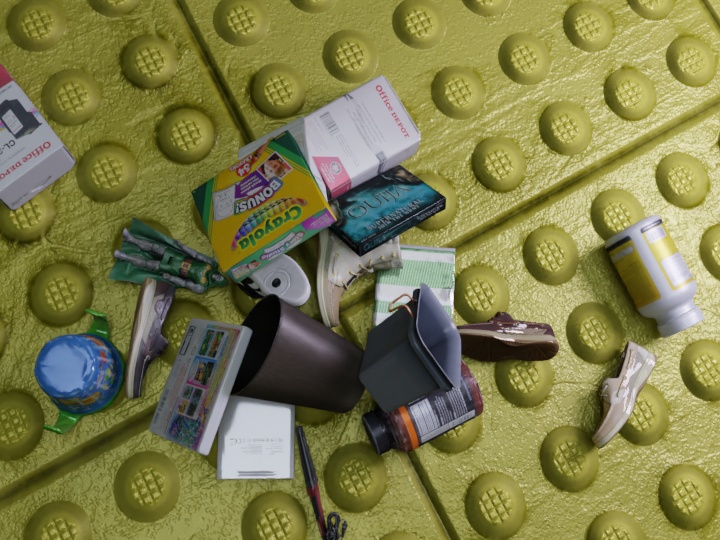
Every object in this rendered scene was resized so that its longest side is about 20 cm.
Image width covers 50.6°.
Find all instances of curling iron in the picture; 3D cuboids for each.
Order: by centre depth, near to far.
[{"bbox_3d":[-0.071,0.360,1.280,0.048,0.026,0.204,-21,81,-3],"label":"curling iron"}]

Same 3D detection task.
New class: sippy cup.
[{"bbox_3d":[-0.461,0.162,1.233,0.136,0.130,0.182,-17,80,-9],"label":"sippy cup"}]

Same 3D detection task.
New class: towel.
[{"bbox_3d":[0.098,0.055,1.370,0.148,0.023,0.206,5,78,-4],"label":"towel"}]

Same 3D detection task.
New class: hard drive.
[{"bbox_3d":[-0.176,0.248,1.295,0.128,0.026,0.206,1,77,-6],"label":"hard drive"}]

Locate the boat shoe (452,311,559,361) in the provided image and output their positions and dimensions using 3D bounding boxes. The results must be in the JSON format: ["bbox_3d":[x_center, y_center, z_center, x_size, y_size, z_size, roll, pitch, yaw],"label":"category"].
[{"bbox_3d":[0.253,0.113,1.356,0.194,0.073,0.073,2,46,-2],"label":"boat shoe"}]

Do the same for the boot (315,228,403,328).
[{"bbox_3d":[0.000,0.000,1.336,0.150,0.072,0.206,-1,72,5],"label":"boot"}]

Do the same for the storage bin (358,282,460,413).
[{"bbox_3d":[0.072,0.126,1.237,0.133,0.201,0.147,-32,106,18],"label":"storage bin"}]

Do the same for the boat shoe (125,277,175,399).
[{"bbox_3d":[-0.354,0.117,1.284,0.063,0.072,0.206,11,82,-19],"label":"boat shoe"}]

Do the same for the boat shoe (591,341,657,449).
[{"bbox_3d":[0.452,0.219,1.346,0.064,0.072,0.202,32,73,11],"label":"boat shoe"}]

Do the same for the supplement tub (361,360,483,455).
[{"bbox_3d":[0.102,0.235,1.286,0.196,0.107,0.109,-24,80,-10],"label":"supplement tub"}]

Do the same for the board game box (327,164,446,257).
[{"bbox_3d":[0.036,-0.110,1.341,0.197,0.029,0.135,-29,49,-26],"label":"board game box"}]

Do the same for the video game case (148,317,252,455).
[{"bbox_3d":[-0.262,0.181,1.237,0.023,0.180,0.205,30,73,-37],"label":"video game case"}]

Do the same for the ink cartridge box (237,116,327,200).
[{"bbox_3d":[-0.139,-0.148,1.346,0.157,0.047,0.205,-21,65,26],"label":"ink cartridge box"}]

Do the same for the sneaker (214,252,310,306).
[{"bbox_3d":[-0.151,0.018,1.298,0.197,0.112,0.074,28,72,27],"label":"sneaker"}]

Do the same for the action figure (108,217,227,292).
[{"bbox_3d":[-0.326,-0.012,1.329,0.195,0.055,0.121,18,73,-6],"label":"action figure"}]

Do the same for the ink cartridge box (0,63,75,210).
[{"bbox_3d":[-0.621,-0.234,1.332,0.145,0.083,0.201,-39,83,-13],"label":"ink cartridge box"}]

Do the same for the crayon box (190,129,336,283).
[{"bbox_3d":[-0.162,-0.106,1.257,0.197,0.058,0.175,-31,60,4],"label":"crayon box"}]

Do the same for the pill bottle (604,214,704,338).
[{"bbox_3d":[0.534,0.012,1.377,0.110,0.112,0.204,-23,80,-10],"label":"pill bottle"}]

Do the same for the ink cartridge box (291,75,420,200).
[{"bbox_3d":[-0.008,-0.238,1.394,0.197,0.083,0.149,-30,81,-11],"label":"ink cartridge box"}]

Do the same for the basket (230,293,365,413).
[{"bbox_3d":[-0.095,0.152,1.240,0.197,0.137,0.182,25,115,-30],"label":"basket"}]
